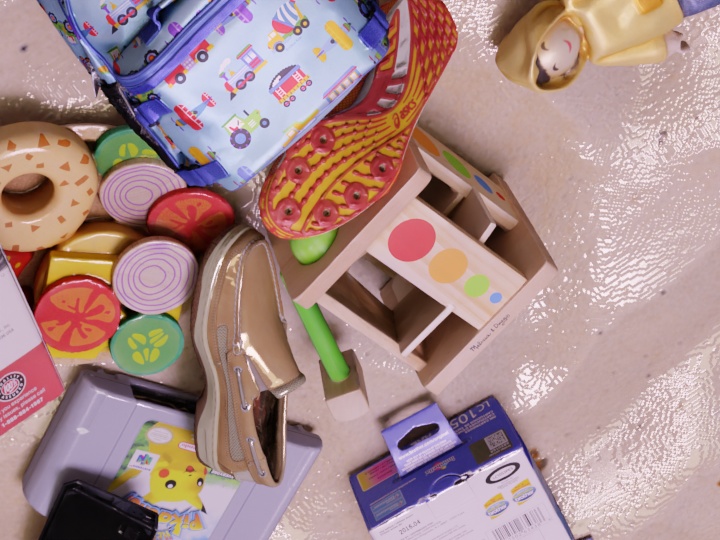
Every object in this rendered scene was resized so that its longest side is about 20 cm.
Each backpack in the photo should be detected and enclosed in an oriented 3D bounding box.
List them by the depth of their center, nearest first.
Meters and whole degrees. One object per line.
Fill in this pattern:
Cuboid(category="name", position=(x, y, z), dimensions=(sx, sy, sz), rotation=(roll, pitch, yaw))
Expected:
Cuboid(category="backpack", position=(-0.102, -0.175, 1.275), dimensions=(0.182, 0.135, 0.200), rotation=(-38, 117, 2))

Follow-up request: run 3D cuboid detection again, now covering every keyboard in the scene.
Cuboid(category="keyboard", position=(-0.197, 0.230, 1.557), dimensions=(0.104, 0.040, 0.200), rotation=(28, 132, -1))

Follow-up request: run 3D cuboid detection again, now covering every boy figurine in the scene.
Cuboid(category="boy figurine", position=(0.182, -0.187, 1.400), dimensions=(0.200, 0.064, 0.125), rotation=(-26, 129, -3))

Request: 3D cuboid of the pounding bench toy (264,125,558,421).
Cuboid(category="pounding bench toy", position=(0.000, 0.000, 1.430), dimensions=(0.156, 0.124, 0.200), rotation=(34, 108, -31))

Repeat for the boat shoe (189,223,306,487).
Cuboid(category="boat shoe", position=(-0.070, 0.062, 1.442), dimensions=(0.072, 0.076, 0.200), rotation=(-36, 138, -41))

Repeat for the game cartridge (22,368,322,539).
Cuboid(category="game cartridge", position=(-0.143, 0.153, 1.545), dimensions=(0.200, 0.041, 0.134), rotation=(17, 120, -26))

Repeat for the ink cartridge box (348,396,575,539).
Cuboid(category="ink cartridge box", position=(0.083, 0.194, 1.611), dimensions=(0.136, 0.076, 0.200), rotation=(-29, 125, 1))

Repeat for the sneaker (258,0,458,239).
Cuboid(category="sneaker", position=(-0.004, -0.094, 1.337), dimensions=(0.073, 0.077, 0.200), rotation=(44, 62, -16))

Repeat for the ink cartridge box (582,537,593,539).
Cuboid(category="ink cartridge box", position=(0.128, 0.339, 1.743), dimensions=(0.197, 0.047, 0.200), rotation=(-20, 128, -3))

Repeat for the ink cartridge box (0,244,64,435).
Cuboid(category="ink cartridge box", position=(-0.296, 0.026, 1.308), dimensions=(0.147, 0.083, 0.200), rotation=(-34, 126, -23))

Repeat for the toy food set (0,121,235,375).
Cuboid(category="toy food set", position=(-0.188, -0.015, 1.411), dimensions=(0.197, 0.049, 0.200), rotation=(3, 121, -19))
